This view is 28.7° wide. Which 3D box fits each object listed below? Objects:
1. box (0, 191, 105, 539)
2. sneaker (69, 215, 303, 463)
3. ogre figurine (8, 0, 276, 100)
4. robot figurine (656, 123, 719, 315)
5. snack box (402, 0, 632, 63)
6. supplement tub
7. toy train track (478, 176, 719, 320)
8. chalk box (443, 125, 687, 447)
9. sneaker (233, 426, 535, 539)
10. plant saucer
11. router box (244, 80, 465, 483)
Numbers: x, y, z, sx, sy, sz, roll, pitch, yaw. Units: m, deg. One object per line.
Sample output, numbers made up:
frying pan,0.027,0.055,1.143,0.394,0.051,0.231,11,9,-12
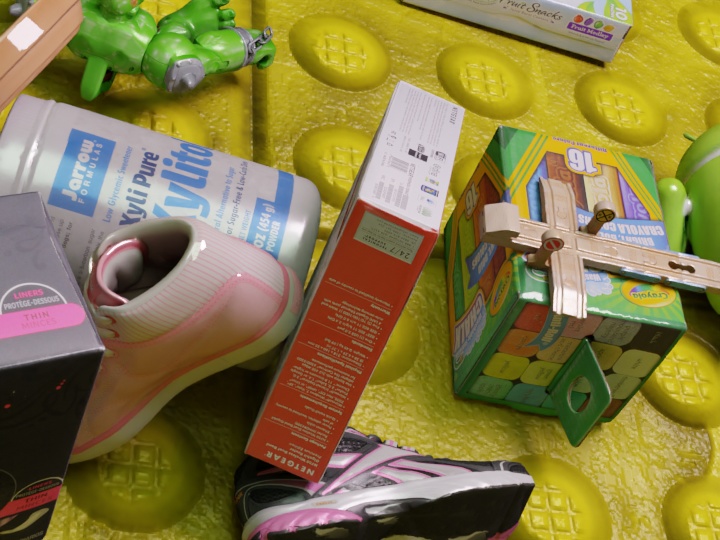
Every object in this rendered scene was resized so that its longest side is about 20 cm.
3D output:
box,-0.222,0.066,0.736,0.122,0.200,0.106,-11,58,-29
sneaker,-0.139,0.034,0.792,0.105,0.200,0.075,37,30,-45
ogre figurine,-0.169,-0.182,1.035,0.200,0.098,0.120,39,29,-10
robot figurine,0.315,-0.037,1.099,0.175,0.116,0.200,-2,53,-9
snack box,0.140,-0.274,1.259,0.200,0.053,0.142,15,49,-10
supplement tub,-0.136,-0.022,0.891,0.200,0.132,0.132,16,49,-11
toy train track,0.175,-0.016,0.915,0.200,0.033,0.115,12,50,-15
chalk box,0.136,0.021,0.973,0.124,0.125,0.200,11,49,-14
sneaker,0.014,0.131,0.869,0.200,0.080,0.086,1,42,-29
plant saucer,-0.241,-0.105,0.877,0.032,0.200,0.200,45,46,-16
router box,0.000,0.000,0.858,0.049,0.180,0.200,23,27,-3
